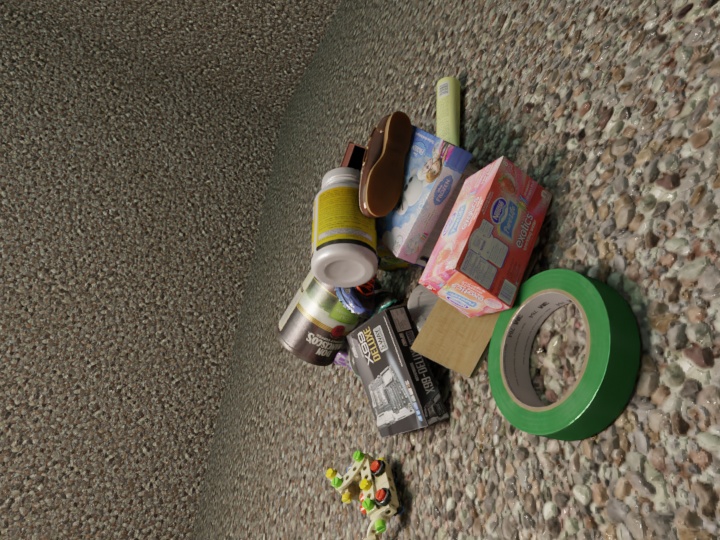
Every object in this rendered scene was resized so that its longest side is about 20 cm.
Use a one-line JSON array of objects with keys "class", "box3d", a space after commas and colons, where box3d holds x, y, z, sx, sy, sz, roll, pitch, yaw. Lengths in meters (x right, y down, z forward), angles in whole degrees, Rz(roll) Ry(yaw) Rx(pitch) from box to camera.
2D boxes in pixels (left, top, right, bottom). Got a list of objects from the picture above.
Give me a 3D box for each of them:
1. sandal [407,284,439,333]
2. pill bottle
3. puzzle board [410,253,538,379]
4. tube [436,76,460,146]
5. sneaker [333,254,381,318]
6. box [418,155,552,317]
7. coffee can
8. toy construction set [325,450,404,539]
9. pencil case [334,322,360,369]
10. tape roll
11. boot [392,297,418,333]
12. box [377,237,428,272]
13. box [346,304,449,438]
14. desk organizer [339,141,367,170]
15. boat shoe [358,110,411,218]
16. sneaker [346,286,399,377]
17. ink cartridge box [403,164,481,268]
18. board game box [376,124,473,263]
[{"class": "sandal", "box3d": [0.132, 0.096, 0.881, 0.203, 0.082, 0.050, -104, -6, -51]}, {"class": "pill bottle", "box3d": [-0.028, -0.080, 0.905, 0.112, 0.112, 0.200, -48, 35, 48]}, {"class": "puzzle board", "box3d": [0.170, 0.055, 0.786, 0.200, 0.017, 0.151, -59, 27, -7]}, {"class": "tube", "box3d": [0.184, -0.310, 1.081, 0.058, 0.052, 0.200, 53, -142, -63]}, {"class": "sneaker", "box3d": [0.000, 0.000, 0.949, 0.078, 0.075, 0.200, -41, 40, 35]}, {"class": "box", "box3d": [0.179, -0.046, 0.734, 0.095, 0.103, 0.200, -27, 32, 62]}, {"class": "coffee can", "box3d": [-0.069, 0.077, 1.081, 0.200, 0.146, 0.146, -58, 24, 16]}, {"class": "toy construction set", "box3d": [0.011, 0.404, 0.898, 0.131, 0.092, 0.200, -41, 38, 12]}, {"class": "pencil case", "box3d": [-0.025, 0.126, 1.225, 0.086, 0.084, 0.200, 67, -154, -57]}, {"class": "tape roll", "box3d": [0.236, 0.100, 0.624, 0.200, 0.048, 0.201, -51, 30, 45]}, {"class": "boot", "box3d": [0.069, 0.145, 0.977, 0.200, 0.075, 0.074, -71, 23, 8]}, {"class": "box", "box3d": [0.068, -0.116, 1.112, 0.193, 0.122, 0.200, -13, 62, 66]}, {"class": "box", "box3d": [0.058, 0.179, 0.900, 0.158, 0.050, 0.200, -40, 65, 54]}, {"class": "desk organizer", "box3d": [-0.016, -0.165, 1.094, 0.200, 0.072, 0.077, -70, 24, 6]}, {"class": "boat shoe", "box3d": [0.036, -0.177, 0.891, 0.070, 0.070, 0.200, -10, 57, 53]}, {"class": "sneaker", "box3d": [0.031, 0.134, 1.087, 0.091, 0.077, 0.200, 13, 88, 65]}, {"class": "ink cartridge box", "box3d": [0.156, -0.089, 0.904, 0.200, 0.095, 0.037, -63, 24, 26]}, {"class": "board game box", "box3d": [0.086, -0.143, 0.901, 0.199, 0.043, 0.200, -64, 28, 16]}]
